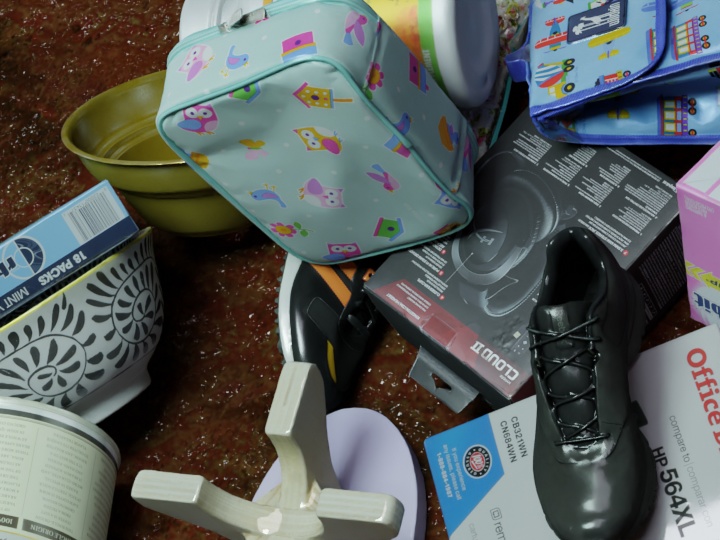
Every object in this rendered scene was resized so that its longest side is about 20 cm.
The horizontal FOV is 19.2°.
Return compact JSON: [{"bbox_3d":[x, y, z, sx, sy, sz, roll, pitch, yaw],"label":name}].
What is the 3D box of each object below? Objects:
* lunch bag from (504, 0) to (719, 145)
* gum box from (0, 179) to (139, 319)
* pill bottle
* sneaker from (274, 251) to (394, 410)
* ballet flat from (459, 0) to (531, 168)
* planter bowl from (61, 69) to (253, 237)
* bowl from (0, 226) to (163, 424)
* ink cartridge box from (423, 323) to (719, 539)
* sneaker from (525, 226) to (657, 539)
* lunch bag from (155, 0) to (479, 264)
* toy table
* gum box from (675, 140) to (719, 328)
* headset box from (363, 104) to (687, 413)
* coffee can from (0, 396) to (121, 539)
[{"bbox_3d":[0.195,-0.150,1.412,0.199,0.094,0.151,-9,42,12],"label":"lunch bag"},{"bbox_3d":[-0.243,0.001,1.492,0.169,0.200,0.045,-33,95,-8],"label":"gum box"},{"bbox_3d":[-0.015,-0.158,1.429,0.199,0.111,0.112,-3,59,21],"label":"pill bottle"},{"bbox_3d":[0.000,0.000,1.458,0.089,0.070,0.201,-9,55,24],"label":"sneaker"},{"bbox_3d":[0.081,-0.144,1.499,0.064,0.076,0.201,21,54,-1],"label":"ballet flat"},{"bbox_3d":[-0.109,-0.079,1.529,0.199,0.084,0.201,-8,24,3],"label":"planter bowl"},{"bbox_3d":[-0.206,0.061,1.485,0.200,0.201,0.095,-31,97,4],"label":"bowl"},{"bbox_3d":[0.156,0.140,1.288,0.199,0.084,0.147,-24,53,11],"label":"ink cartridge box"},{"bbox_3d":[0.125,0.066,1.239,0.075,0.091,0.201,-12,55,16],"label":"sneaker"},{"bbox_3d":[-0.030,-0.089,1.360,0.160,0.200,0.078,-14,49,32],"label":"lunch bag"},{"bbox_3d":[-0.041,0.162,1.350,0.183,0.117,0.201,-8,58,21],"label":"toy table"},{"bbox_3d":[0.282,-0.059,1.304,0.066,0.114,0.200,29,59,36],"label":"gum box"},{"bbox_3d":[0.112,0.005,1.398,0.200,0.077,0.149,-48,52,-7],"label":"headset box"},{"bbox_3d":[-0.243,0.204,1.400,0.145,0.147,0.201,-7,58,22],"label":"coffee can"}]
